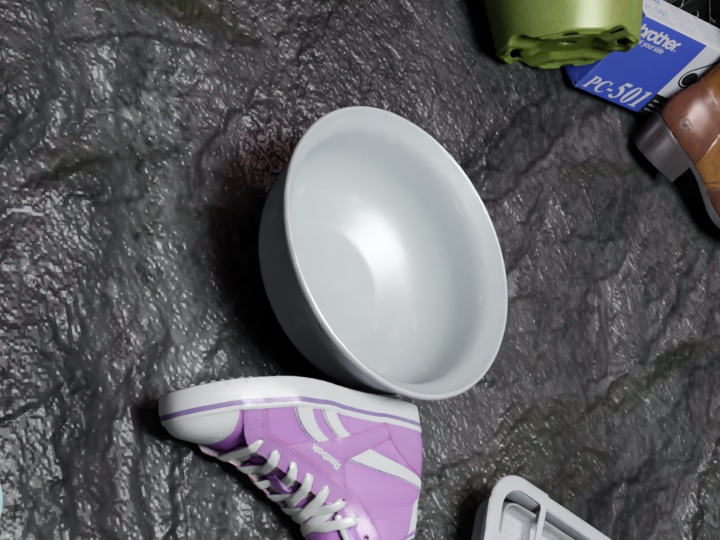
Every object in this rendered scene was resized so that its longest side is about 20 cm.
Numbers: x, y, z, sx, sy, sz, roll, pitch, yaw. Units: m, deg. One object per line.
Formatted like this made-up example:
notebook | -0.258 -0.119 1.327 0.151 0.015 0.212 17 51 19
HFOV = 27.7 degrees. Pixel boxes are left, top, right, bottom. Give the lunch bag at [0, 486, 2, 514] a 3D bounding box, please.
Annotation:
lunch bag | -0.271 0.113 0.672 0.200 0.077 0.161 40 47 -24

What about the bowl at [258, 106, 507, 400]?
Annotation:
bowl | 0.000 0.000 0.981 0.200 0.090 0.203 22 57 -37

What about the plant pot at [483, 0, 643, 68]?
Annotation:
plant pot | 0.168 -0.277 1.226 0.199 0.199 0.192 1 81 -44

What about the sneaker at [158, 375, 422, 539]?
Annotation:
sneaker | -0.036 0.129 0.901 0.199 0.072 0.116 13 68 -37

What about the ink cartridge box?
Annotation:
ink cartridge box | 0.284 -0.188 1.341 0.199 0.094 0.045 15 43 -40

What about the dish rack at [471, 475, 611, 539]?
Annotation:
dish rack | 0.138 0.259 1.026 0.199 0.043 0.173 35 49 -27

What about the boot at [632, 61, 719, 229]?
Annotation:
boot | 0.380 -0.135 1.337 0.188 0.200 0.069 41 20 -15

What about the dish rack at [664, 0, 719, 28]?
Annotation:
dish rack | 0.278 -0.313 1.430 0.199 0.054 0.155 28 53 -32
